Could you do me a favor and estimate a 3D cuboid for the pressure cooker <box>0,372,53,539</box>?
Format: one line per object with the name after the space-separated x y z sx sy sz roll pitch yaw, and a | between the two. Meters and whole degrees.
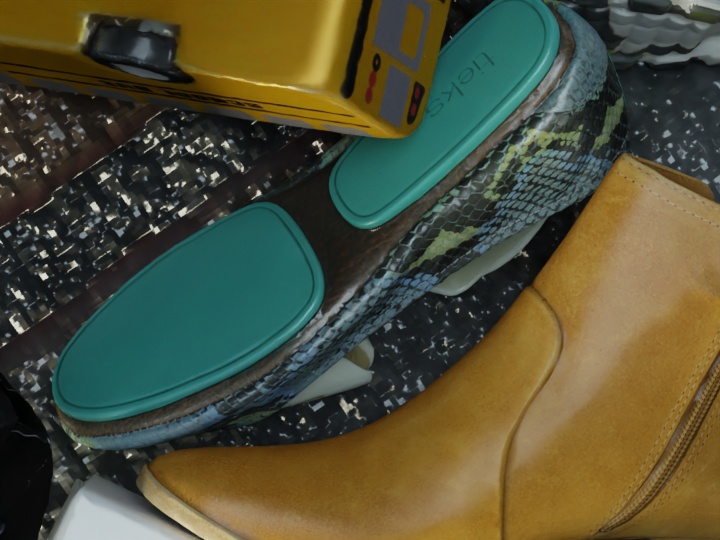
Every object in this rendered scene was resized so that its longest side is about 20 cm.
-0.207 0.064 0.772 0.200 0.179 0.176 30 95 11 | pressure cooker

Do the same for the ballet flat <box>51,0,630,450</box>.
0.000 0.000 0.853 0.200 0.074 0.074 -36 88 12 | ballet flat

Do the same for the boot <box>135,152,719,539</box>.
0.046 0.031 0.827 0.201 0.071 0.144 16 103 -24 | boot

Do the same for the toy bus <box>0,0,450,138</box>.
-0.080 -0.088 0.831 0.200 0.078 0.065 10 84 25 | toy bus

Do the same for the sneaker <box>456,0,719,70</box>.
0.120 -0.111 0.880 0.199 0.074 0.085 1 78 -12 | sneaker

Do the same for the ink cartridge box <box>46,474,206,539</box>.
-0.025 0.166 0.828 0.200 0.084 0.146 25 87 -2 | ink cartridge box
